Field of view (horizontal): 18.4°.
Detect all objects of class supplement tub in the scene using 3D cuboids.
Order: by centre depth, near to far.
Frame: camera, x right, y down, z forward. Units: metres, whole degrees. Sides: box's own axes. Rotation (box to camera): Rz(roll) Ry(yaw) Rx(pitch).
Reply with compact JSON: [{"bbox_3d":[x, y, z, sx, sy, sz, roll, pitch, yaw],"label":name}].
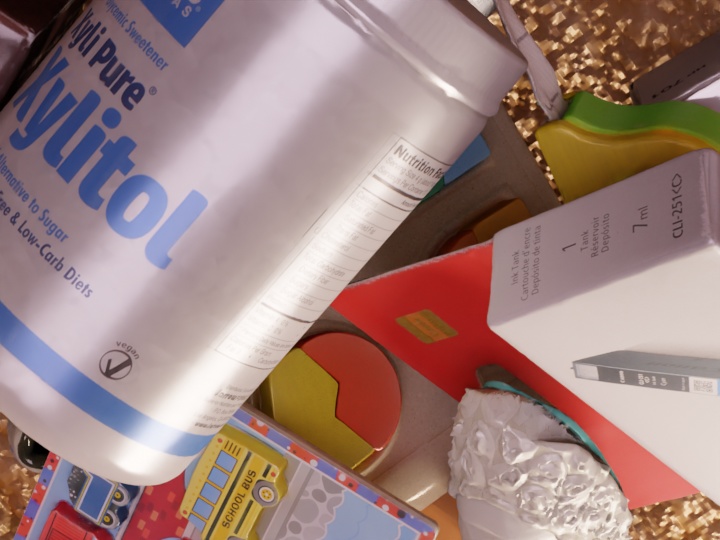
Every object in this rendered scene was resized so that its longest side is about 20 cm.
[{"bbox_3d":[-0.054,-0.037,0.767,0.132,0.132,0.200,39,99,-9],"label":"supplement tub"}]

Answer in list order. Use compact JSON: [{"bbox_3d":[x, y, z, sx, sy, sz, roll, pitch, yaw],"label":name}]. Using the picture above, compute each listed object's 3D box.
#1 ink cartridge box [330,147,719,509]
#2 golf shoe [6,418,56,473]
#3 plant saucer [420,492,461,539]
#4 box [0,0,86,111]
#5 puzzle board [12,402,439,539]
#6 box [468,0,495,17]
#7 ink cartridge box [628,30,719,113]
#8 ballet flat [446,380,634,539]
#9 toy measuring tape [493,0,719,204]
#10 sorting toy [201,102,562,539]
[{"bbox_3d":[0.110,0.047,0.825,0.176,0.045,0.200,-21,137,35],"label":"ink cartridge box"},{"bbox_3d":[-0.057,0.033,0.919,0.200,0.097,0.078,-30,101,9],"label":"golf shoe"},{"bbox_3d":[-0.024,0.147,0.950,0.200,0.037,0.200,-7,119,-13],"label":"plant saucer"},{"bbox_3d":[-0.228,-0.073,0.858,0.166,0.164,0.200,35,105,-8],"label":"box"},{"bbox_3d":[-0.072,0.136,0.885,0.151,0.017,0.200,32,122,9],"label":"puzzle board"},{"bbox_3d":[0.039,-0.199,0.813,0.158,0.051,0.200,-42,140,15],"label":"box"},{"bbox_3d":[0.220,-0.021,0.896,0.146,0.086,0.200,-29,101,10],"label":"ink cartridge box"},{"bbox_3d":[0.072,0.108,0.882,0.072,0.200,0.072,-6,66,13],"label":"ballet flat"},{"bbox_3d":[0.100,-0.059,0.812,0.073,0.074,0.200,-23,106,9],"label":"toy measuring tape"},{"bbox_3d":[0.000,0.000,0.884,0.185,0.036,0.200,-34,102,-19],"label":"sorting toy"}]
